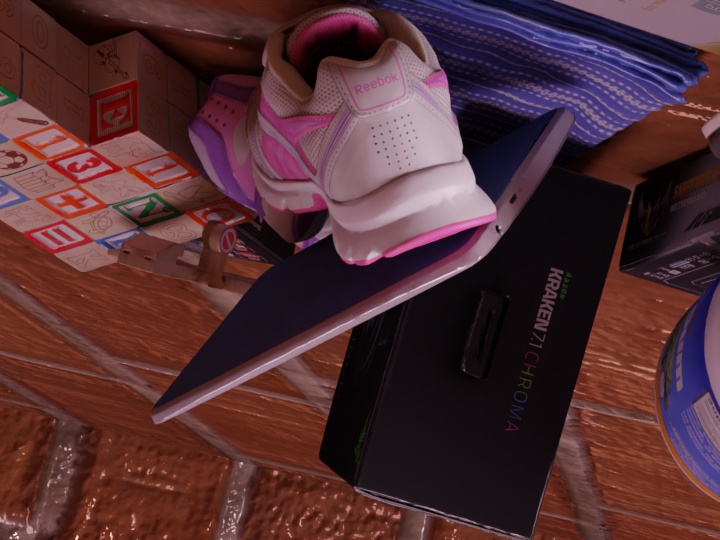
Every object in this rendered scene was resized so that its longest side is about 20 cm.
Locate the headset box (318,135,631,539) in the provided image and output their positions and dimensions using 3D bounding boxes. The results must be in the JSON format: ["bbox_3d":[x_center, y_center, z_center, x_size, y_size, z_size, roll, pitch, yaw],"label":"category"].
[{"bbox_3d":[0.052,0.034,1.014,0.092,0.176,0.200,17,178,-6],"label":"headset box"}]

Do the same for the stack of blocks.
[{"bbox_3d":[-0.151,-0.074,1.022,0.114,0.059,0.200,-16,152,24],"label":"stack of blocks"}]

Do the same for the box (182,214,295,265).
[{"bbox_3d":[-0.153,-0.058,1.225,0.198,0.045,0.160,9,168,23],"label":"box"}]

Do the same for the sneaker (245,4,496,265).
[{"bbox_3d":[-0.003,-0.071,0.844,0.081,0.089,0.200,-20,-162,-14],"label":"sneaker"}]

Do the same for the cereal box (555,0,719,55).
[{"bbox_3d":[0.081,-0.122,0.651,0.198,0.040,0.144,16,169,-10],"label":"cereal box"}]

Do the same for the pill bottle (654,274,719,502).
[{"bbox_3d":[0.194,0.039,0.856,0.111,0.113,0.200,14,167,2],"label":"pill bottle"}]

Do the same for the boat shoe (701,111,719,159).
[{"bbox_3d":[0.193,-0.055,0.662,0.067,0.057,0.199,-18,177,-40],"label":"boat shoe"}]

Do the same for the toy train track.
[{"bbox_3d":[-0.055,-0.003,1.068,0.114,0.033,0.199,16,-179,32],"label":"toy train track"}]

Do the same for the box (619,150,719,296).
[{"bbox_3d":[0.233,-0.015,0.952,0.157,0.049,0.200,16,168,-13],"label":"box"}]

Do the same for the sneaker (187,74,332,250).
[{"bbox_3d":[-0.035,-0.056,1.033,0.088,0.081,0.200,29,178,13],"label":"sneaker"}]

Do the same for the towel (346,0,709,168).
[{"bbox_3d":[0.055,-0.085,0.901,0.144,0.024,0.200,17,168,-10],"label":"towel"}]

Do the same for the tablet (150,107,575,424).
[{"bbox_3d":[0.000,0.000,0.887,0.199,0.130,0.014,-29,105,37],"label":"tablet"}]
